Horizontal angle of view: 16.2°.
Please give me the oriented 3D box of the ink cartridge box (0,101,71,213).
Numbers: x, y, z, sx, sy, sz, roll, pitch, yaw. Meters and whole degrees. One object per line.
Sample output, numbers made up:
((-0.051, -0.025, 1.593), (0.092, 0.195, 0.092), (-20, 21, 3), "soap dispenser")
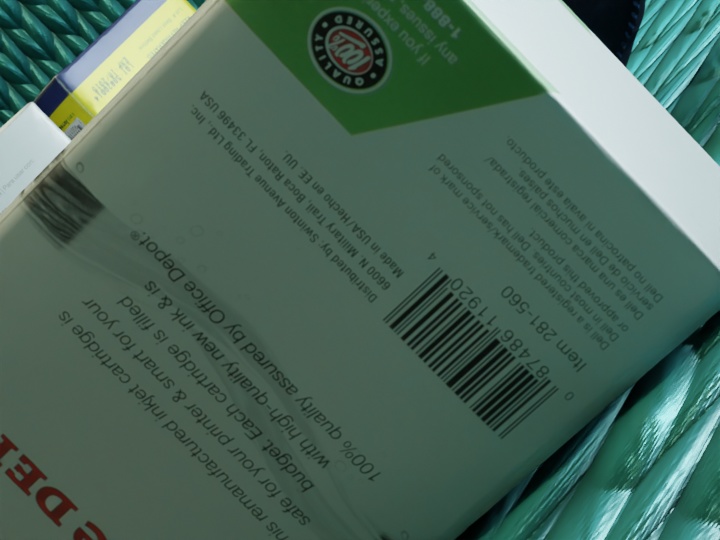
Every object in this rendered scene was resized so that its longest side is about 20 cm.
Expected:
((-0.166, 0.004, 1.533), (0.084, 0.200, 0.145), (-46, 6, -15), "ink cartridge box")

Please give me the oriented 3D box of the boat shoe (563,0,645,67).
((0.052, -0.042, 1.005), (0.200, 0.084, 0.069), (-60, 7, 23), "boat shoe")

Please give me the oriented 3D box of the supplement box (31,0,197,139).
((-0.108, -0.066, 1.617), (0.109, 0.200, 0.109), (-47, 6, -30), "supplement box")

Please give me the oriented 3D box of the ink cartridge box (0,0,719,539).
((-0.016, 0.007, 0.683), (0.200, 0.146, 0.084), (-42, 5, 20), "ink cartridge box")
